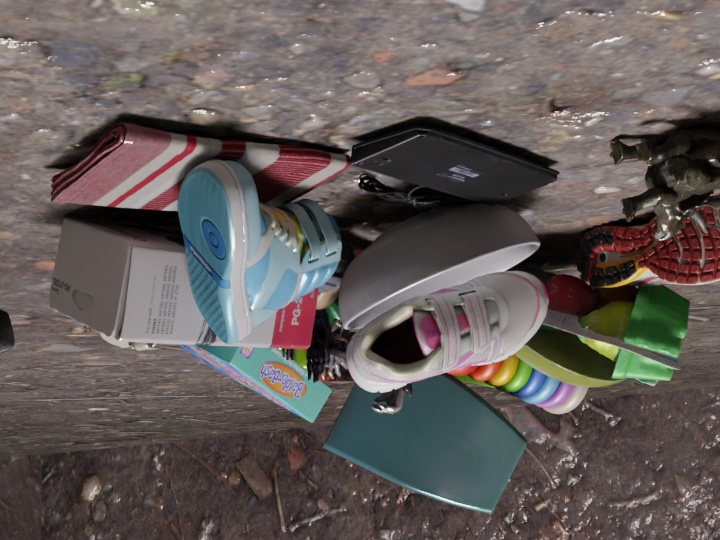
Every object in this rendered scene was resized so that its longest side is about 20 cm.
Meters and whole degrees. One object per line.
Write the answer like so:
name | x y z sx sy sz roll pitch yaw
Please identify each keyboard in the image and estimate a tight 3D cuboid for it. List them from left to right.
keyboard | 0.063 -0.080 1.014 0.126 0.021 0.198 -20 160 36

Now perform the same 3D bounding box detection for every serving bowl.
serving bowl | 0.064 -0.013 1.156 0.197 0.067 0.200 -22 172 -3

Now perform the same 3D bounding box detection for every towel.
towel | -0.124 -0.076 0.970 0.197 0.023 0.143 3 164 -36

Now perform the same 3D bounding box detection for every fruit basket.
fruit basket | 0.249 0.051 1.340 0.197 0.095 0.185 12 -163 13

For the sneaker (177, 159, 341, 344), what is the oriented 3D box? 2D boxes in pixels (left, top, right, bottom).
sneaker | -0.072 -0.037 0.987 0.129 0.080 0.201 -30 155 -23

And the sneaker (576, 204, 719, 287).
sneaker | 0.315 -0.023 1.252 0.081 0.079 0.198 1 177 -40

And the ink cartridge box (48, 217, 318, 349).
ink cartridge box | -0.157 0.012 1.118 0.198 0.086 0.144 6 -173 -38

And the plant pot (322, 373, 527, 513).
plant pot | 0.081 0.182 1.409 0.198 0.143 0.141 28 176 6

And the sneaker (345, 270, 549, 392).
sneaker | 0.079 0.057 1.133 0.197 0.082 0.088 -24 173 2

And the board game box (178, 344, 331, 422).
board game box | -0.144 0.081 1.333 0.198 0.045 0.152 21 165 44

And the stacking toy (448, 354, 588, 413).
stacking toy | 0.162 0.100 1.388 0.198 0.087 0.085 18 158 -35

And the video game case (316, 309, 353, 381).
video game case | -0.012 0.087 1.549 0.197 0.144 0.018 1 125 -22

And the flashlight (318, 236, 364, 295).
flashlight | 0.000 0.000 1.258 0.067 0.069 0.199 -20 161 29

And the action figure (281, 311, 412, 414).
action figure | 0.004 0.083 1.285 0.198 0.104 0.118 6 -168 -45

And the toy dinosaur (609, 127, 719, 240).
toy dinosaur | 0.262 -0.084 0.973 0.101 0.078 0.200 -12 167 -20

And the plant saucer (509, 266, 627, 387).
plant saucer | 0.213 0.067 1.384 0.198 0.201 0.031 6 123 -37

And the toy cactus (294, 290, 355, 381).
toy cactus | -0.057 0.035 1.367 0.198 0.103 0.166 25 136 -11

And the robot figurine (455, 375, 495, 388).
robot figurine | 0.151 0.080 1.515 0.197 0.118 0.175 13 -173 -16

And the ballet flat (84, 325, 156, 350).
ballet flat | -0.268 0.060 1.459 0.069 0.067 0.199 -8 168 22

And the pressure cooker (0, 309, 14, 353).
pressure cooker | -0.441 0.074 1.219 0.174 0.180 0.200 30 161 -8
